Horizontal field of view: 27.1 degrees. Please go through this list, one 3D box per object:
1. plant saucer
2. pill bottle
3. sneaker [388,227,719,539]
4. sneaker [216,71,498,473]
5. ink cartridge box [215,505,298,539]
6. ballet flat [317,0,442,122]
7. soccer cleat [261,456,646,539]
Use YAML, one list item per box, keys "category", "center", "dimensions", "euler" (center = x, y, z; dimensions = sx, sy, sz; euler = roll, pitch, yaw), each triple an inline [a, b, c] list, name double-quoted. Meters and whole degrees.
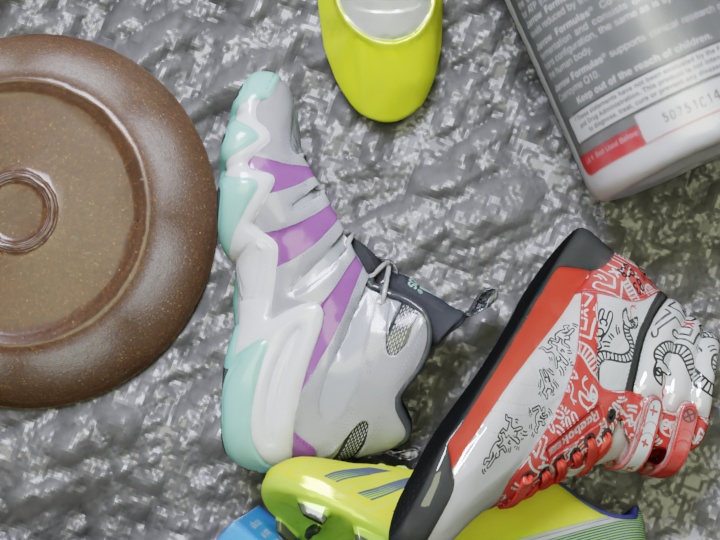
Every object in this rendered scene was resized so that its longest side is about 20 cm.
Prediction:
- category: "plant saucer"
  center: [-0.175, -0.029, 0.779]
  dimensions: [0.199, 0.037, 0.202]
  euler: [0, 84, 2]
- category: "pill bottle"
  center: [0.127, -0.146, 0.736]
  dimensions: [0.113, 0.114, 0.201]
  euler: [-23, 85, 0]
- category: "sneaker"
  center: [0.102, 0.077, 0.709]
  dimensions: [0.108, 0.067, 0.202]
  euler: [36, 55, 0]
- category: "sneaker"
  center: [0.000, 0.000, 0.754]
  dimensions: [0.139, 0.078, 0.201]
  euler: [-1, 95, 1]
- category: "ink cartridge box"
  center: [-0.028, 0.237, 0.726]
  dimensions: [0.200, 0.084, 0.146]
  euler: [41, 88, 6]
- category: "ballet flat"
  center: [0.011, -0.180, 0.767]
  dimensions: [0.066, 0.067, 0.201]
  euler: [2, 86, 2]
- category: "soccer cleat"
  center: [0.049, 0.123, 0.739]
  dimensions: [0.199, 0.065, 0.084]
  euler: [19, 61, -6]
